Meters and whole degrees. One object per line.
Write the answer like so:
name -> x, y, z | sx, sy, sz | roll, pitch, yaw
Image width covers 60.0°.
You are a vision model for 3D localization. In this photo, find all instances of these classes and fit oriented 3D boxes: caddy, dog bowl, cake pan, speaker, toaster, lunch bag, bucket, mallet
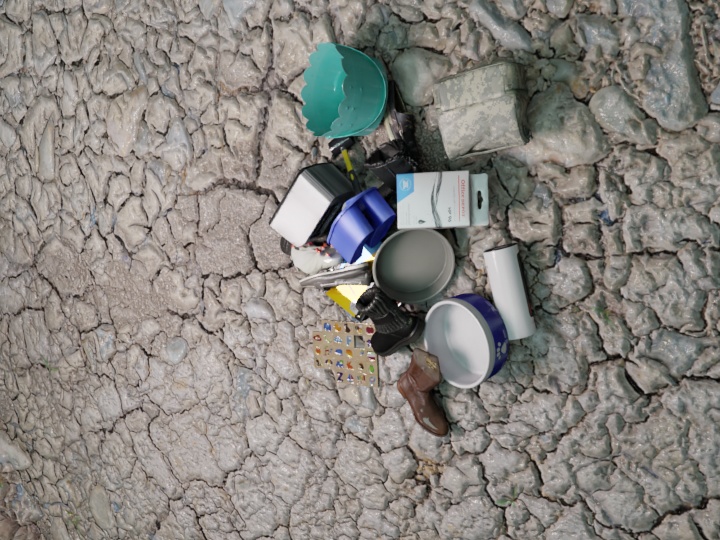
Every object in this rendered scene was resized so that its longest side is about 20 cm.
caddy -> -0.006, -0.107, 1.410 | 0.105, 0.140, 0.201 | 48, 157, 9
dog bowl -> 0.239, 0.159, 1.424 | 0.198, 0.077, 0.206 | 22, 119, 46
cake pan -> 0.123, -0.017, 1.460 | 0.193, 0.037, 0.206 | -3, 120, -5
speaker -> 0.333, 0.048, 1.392 | 0.079, 0.081, 0.206 | -12, 93, 28
toaster -> -0.108, -0.169, 1.531 | 0.118, 0.180, 0.202 | 40, 114, 9
lunch bag -> 0.259, -0.334, 1.326 | 0.195, 0.138, 0.173 | -6, 96, 29
bucket -> -0.036, -0.407, 1.432 | 0.205, 0.132, 0.215 | 7, 98, 56
mallet -> -0.033, -0.242, 1.513 | 0.064, 0.041, 0.206 | -21, 66, 23

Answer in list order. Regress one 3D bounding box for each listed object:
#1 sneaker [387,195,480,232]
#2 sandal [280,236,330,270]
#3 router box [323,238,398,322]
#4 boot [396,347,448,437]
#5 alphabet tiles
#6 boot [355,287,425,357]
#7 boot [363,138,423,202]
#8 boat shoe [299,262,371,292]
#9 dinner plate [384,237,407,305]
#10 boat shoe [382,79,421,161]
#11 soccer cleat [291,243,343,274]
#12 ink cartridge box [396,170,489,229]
sneaker -> 0.167, -0.147, 1.414 | 0.195, 0.061, 0.104 | 19, 144, -21
sandal -> -0.138, -0.047, 1.642 | 0.195, 0.045, 0.078 | 15, 106, 25
router box -> 0.000, 0.000, 1.548 | 0.148, 0.051, 0.203 | 35, 112, 18
boot -> 0.169, 0.290, 1.483 | 0.187, 0.064, 0.202 | 46, 147, 15
alphabet tiles -> -0.043, 0.219, 1.665 | 0.195, 0.007, 0.173 | 2, 101, 28
boot -> 0.043, 0.122, 1.499 | 0.155, 0.081, 0.210 | 31, 145, -16
boot -> 0.062, -0.209, 1.437 | 0.194, 0.162, 0.075 | -22, 54, 25
boat shoe -> -0.063, 0.028, 1.518 | 0.195, 0.066, 0.059 | -14, 89, 26
dinner plate -> 0.037, 0.010, 1.574 | 0.195, 0.024, 0.207 | 6, 102, 26
boat shoe -> 0.094, -0.347, 1.450 | 0.064, 0.071, 0.205 | -30, 80, 33
soccer cleat -> -0.104, -0.025, 1.553 | 0.197, 0.068, 0.080 | 11, 117, 50
ink cartridge box -> 0.178, -0.151, 1.339 | 0.193, 0.068, 0.120 | -2, 92, 10
